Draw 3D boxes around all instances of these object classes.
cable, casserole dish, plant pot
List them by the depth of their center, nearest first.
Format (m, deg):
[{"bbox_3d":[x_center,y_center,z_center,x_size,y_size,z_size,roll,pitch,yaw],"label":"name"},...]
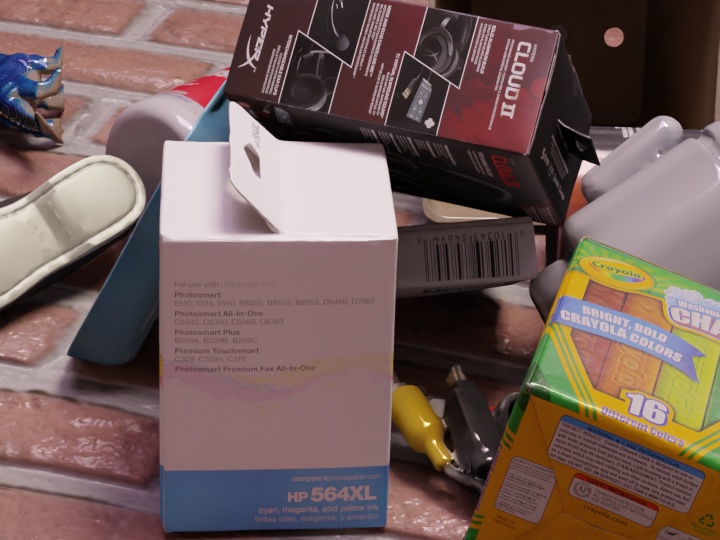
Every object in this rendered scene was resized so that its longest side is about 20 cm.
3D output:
[{"bbox_3d":[0.071,0.123,1.277,0.097,0.050,0.201,16,35,-24],"label":"cable"},{"bbox_3d":[-0.111,-0.023,1.390,0.039,0.201,0.121,30,24,-2],"label":"casserole dish"},{"bbox_3d":[0.144,-0.149,1.641,0.198,0.202,0.177,2,15,1],"label":"plant pot"}]

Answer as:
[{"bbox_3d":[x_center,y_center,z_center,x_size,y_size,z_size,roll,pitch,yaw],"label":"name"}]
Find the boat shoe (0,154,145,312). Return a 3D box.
[{"bbox_3d":[-0.228,-0.008,1.475,0.200,0.061,0.072,-25,81,-27],"label":"boat shoe"}]

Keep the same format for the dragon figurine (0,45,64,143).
[{"bbox_3d":[-0.265,-0.126,1.699,0.099,0.059,0.200,-2,27,-6],"label":"dragon figurine"}]

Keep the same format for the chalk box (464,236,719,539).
[{"bbox_3d":[0.142,0.076,1.218,0.124,0.124,0.200,21,34,4],"label":"chalk box"}]

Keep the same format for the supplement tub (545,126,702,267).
[{"bbox_3d":[0.220,-0.037,1.498,0.198,0.108,0.107,2,27,2],"label":"supplement tub"}]

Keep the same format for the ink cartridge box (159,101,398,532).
[{"bbox_3d":[-0.047,0.022,1.265,0.124,0.201,0.129,1,27,-5],"label":"ink cartridge box"}]

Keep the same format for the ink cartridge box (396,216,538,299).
[{"bbox_3d":[0.000,0.000,1.436,0.195,0.044,0.200,-5,-4,-3],"label":"ink cartridge box"}]

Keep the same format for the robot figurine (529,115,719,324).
[{"bbox_3d":[0.199,-0.014,1.390,0.199,0.113,0.170,-32,66,2],"label":"robot figurine"}]

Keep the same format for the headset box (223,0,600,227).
[{"bbox_3d":[0.040,-0.093,1.340,0.199,0.078,0.149,14,-11,15],"label":"headset box"}]

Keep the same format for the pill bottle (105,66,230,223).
[{"bbox_3d":[-0.064,-0.086,1.573,0.112,0.113,0.199,23,34,36],"label":"pill bottle"}]
